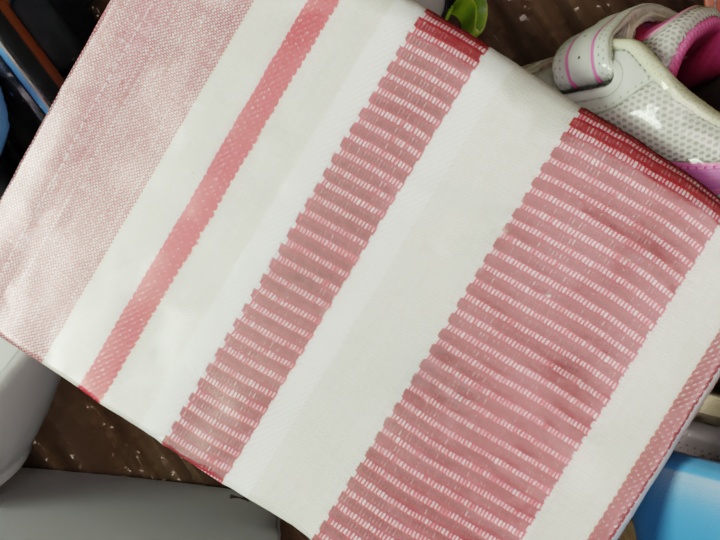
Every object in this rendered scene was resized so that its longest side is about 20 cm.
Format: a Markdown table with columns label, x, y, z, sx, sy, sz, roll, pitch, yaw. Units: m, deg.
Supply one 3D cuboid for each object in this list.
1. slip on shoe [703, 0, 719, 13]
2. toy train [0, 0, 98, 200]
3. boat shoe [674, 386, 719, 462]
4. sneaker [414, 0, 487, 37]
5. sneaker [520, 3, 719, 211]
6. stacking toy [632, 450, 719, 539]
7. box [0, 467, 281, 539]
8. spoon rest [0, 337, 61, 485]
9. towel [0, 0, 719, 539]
| label | x | y | z | sx | sy | sz | roll | pitch | yaw |
| --- | --- | --- | --- | --- | --- | --- | --- | --- | --- |
| slip on shoe | 0.139 | -0.045 | 0.790 | 0.061 | 0.074 | 0.201 | -14 | 100 | 24 |
| toy train | -0.149 | -0.102 | 0.753 | 0.200 | 0.087 | 0.114 | 53 | 52 | -16 |
| boat shoe | 0.121 | 0.074 | 0.798 | 0.199 | 0.075 | 0.069 | 16 | 92 | -4 |
| sneaker | -0.035 | -0.142 | 0.779 | 0.200 | 0.083 | 0.072 | 56 | 138 | 7 |
| sneaker | 0.077 | -0.039 | 0.751 | 0.199 | 0.081 | 0.089 | 11 | 113 | 24 |
| stacking toy | 0.186 | 0.049 | 0.736 | 0.200 | 0.110 | 0.116 | -40 | 114 | -21 |
| box | -0.082 | 0.173 | 0.784 | 0.097 | 0.124 | 0.201 | 6 | 97 | -1 |
| spoon rest | -0.094 | 0.019 | 0.785 | 0.199 | 0.099 | 0.061 | -25 | 111 | -7 |
| towel | 0.000 | 0.000 | 0.716 | 0.199 | 0.023 | 0.144 | 33 | 100 | 7 |
